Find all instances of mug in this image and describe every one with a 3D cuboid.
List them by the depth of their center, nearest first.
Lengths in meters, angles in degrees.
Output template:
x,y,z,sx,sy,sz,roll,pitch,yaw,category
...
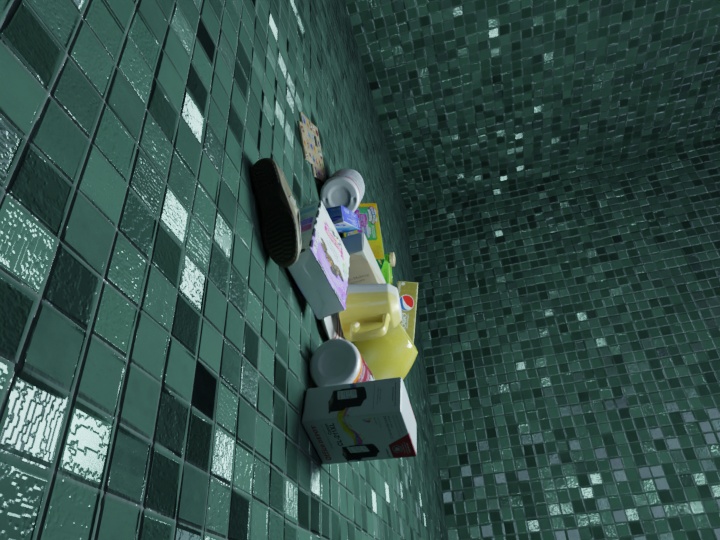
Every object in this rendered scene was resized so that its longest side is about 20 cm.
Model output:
x,y,z,sx,sy,sz,roll,pitch,yaw,category
0.029,0.115,1.413,0.150,0.150,0.190,71,12,-56,mug

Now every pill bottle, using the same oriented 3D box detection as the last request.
x,y,z,sx,sy,sz,roll,pitch,yaw,category
-0.030,0.240,1.197,0.201,0.111,0.115,65,17,-54,pill bottle
-0.046,-0.231,1.587,0.200,0.111,0.116,-71,148,-69,pill bottle

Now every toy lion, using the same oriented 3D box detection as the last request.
x,y,z,sx,sy,sz,roll,pitch,yaw,category
0.087,0.070,1.758,0.193,0.067,0.204,74,15,-57,toy lion

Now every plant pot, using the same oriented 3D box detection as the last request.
x,y,z,sx,sy,sz,roll,pitch,yaw,category
0.073,0.222,1.504,0.202,0.141,0.200,56,3,-5,plant pot

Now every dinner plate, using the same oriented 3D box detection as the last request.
x,y,z,sx,sy,sz,roll,pitch,yaw,category
-0.076,0.093,1.342,0.200,0.024,0.205,-12,91,-79,dinner plate

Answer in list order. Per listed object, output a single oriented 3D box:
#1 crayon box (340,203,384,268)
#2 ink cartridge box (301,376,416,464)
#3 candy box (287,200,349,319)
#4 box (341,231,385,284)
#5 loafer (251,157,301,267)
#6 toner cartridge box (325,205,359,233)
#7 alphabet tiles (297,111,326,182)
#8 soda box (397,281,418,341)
x,y,z,sx,sy,sz,roll,pitch,yaw,category
0.001,-0.105,1.653,0.059,0.116,0.204,105,-19,-60,crayon box
0.001,0.298,1.072,0.084,0.196,0.148,-83,159,-51,ink cartridge box
-0.090,-0.027,1.199,0.202,0.070,0.169,-86,153,-54,candy box
0.000,0.000,1.531,0.079,0.093,0.202,-90,159,-47,box
-0.147,-0.108,1.024,0.067,0.074,0.205,-10,90,-73,loafer
-0.068,-0.126,1.419,0.200,0.093,0.044,5,74,-78,toner cartridge box
-0.133,-0.338,1.519,0.200,0.007,0.171,2,77,-79,alphabet tiles
0.142,0.139,1.740,0.064,0.066,0.205,63,32,-84,soda box
